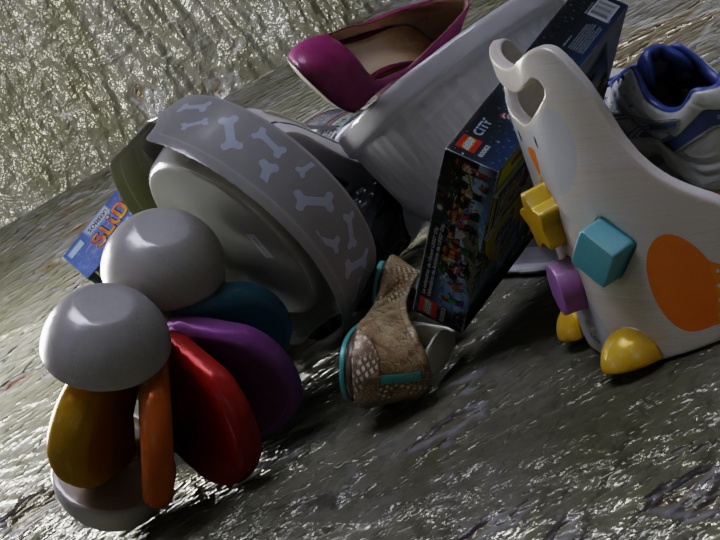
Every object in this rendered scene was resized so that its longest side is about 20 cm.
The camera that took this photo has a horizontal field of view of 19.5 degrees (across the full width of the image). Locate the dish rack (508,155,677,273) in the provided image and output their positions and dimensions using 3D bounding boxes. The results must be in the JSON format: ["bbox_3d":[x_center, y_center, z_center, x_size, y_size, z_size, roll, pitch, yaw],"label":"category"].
[{"bbox_3d":[0.144,-0.057,1.514,0.171,0.044,0.200,-36,12,-23],"label":"dish rack"}]

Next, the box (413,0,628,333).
[{"bbox_3d":[0.102,-0.073,1.333,0.200,0.037,0.137,-51,-21,-43],"label":"box"}]

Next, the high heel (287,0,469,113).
[{"bbox_3d":[0.014,-0.171,1.533,0.096,0.067,0.200,-48,-9,18],"label":"high heel"}]

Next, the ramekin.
[{"bbox_3d":[0.090,-0.120,1.578,0.202,0.095,0.202,-37,-2,-1],"label":"ramekin"}]

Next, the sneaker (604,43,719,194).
[{"bbox_3d":[0.201,-0.119,1.401,0.075,0.089,0.200,-34,30,-18],"label":"sneaker"}]

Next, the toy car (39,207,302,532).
[{"bbox_3d":[-0.114,0.072,1.368,0.149,0.176,0.200,14,41,16],"label":"toy car"}]

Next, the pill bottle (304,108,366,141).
[{"bbox_3d":[-0.006,-0.090,1.856,0.106,0.107,0.200,-32,12,-10],"label":"pill bottle"}]

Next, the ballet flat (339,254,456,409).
[{"bbox_3d":[0.032,0.041,1.369,0.065,0.071,0.200,0,21,8],"label":"ballet flat"}]

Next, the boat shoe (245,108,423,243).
[{"bbox_3d":[-0.029,-0.075,1.661,0.071,0.199,0.070,-54,45,11],"label":"boat shoe"}]

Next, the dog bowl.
[{"bbox_3d":[-0.074,-0.036,1.409,0.059,0.200,0.200,-51,19,-21],"label":"dog bowl"}]

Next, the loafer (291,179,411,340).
[{"bbox_3d":[0.000,0.000,1.557,0.068,0.071,0.201,-28,17,25],"label":"loafer"}]

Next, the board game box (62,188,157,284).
[{"bbox_3d":[-0.120,-0.013,1.568,0.034,0.200,0.136,36,84,35],"label":"board game box"}]

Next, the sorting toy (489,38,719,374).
[{"bbox_3d":[0.131,-0.050,1.180,0.106,0.181,0.200,-30,11,-4],"label":"sorting toy"}]
